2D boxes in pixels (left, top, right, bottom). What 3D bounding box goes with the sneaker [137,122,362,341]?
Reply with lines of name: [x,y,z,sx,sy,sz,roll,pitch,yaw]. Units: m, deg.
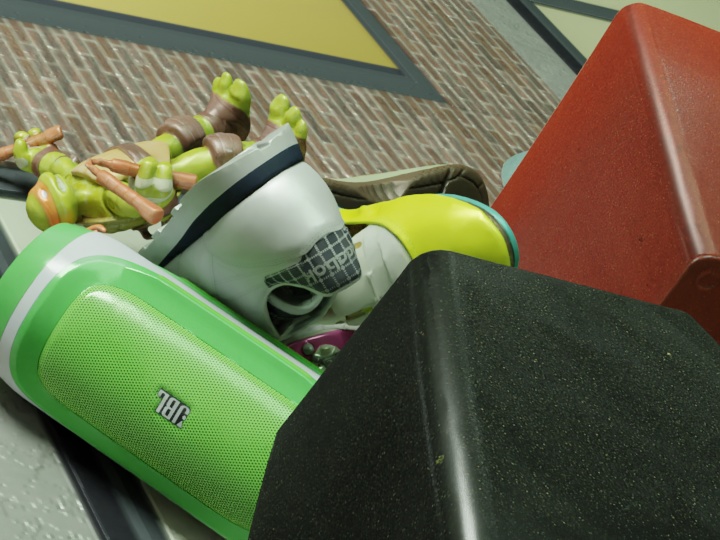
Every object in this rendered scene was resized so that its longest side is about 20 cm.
sneaker: [-0.058,0.003,1.015,0.076,0.200,0.081,-39,88,-22]

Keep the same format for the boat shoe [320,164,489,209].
boat shoe: [-0.023,-0.021,1.201,0.200,0.072,0.076,-7,6,-37]

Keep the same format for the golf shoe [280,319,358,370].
golf shoe: [0.001,0.056,1.081,0.200,0.075,0.091,0,12,-39]

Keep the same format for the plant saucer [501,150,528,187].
plant saucer: [0.195,-0.040,1.463,0.201,0.039,0.201,23,26,-12]

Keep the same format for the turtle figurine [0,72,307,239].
turtle figurine: [-0.108,-0.049,1.096,0.161,0.065,0.200,-23,20,-31]

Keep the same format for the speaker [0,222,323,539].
speaker: [-0.074,0.061,0.960,0.200,0.089,0.088,33,26,12]

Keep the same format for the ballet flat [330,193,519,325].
ballet flat: [0.000,0.000,1.049,0.067,0.067,0.200,-27,16,-27]

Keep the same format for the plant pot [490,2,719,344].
plant pot: [0.207,-0.004,1.247,0.200,0.200,0.176,17,38,-19]

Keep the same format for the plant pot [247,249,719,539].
plant pot: [0.061,0.110,0.819,0.200,0.200,0.178,13,45,-27]
